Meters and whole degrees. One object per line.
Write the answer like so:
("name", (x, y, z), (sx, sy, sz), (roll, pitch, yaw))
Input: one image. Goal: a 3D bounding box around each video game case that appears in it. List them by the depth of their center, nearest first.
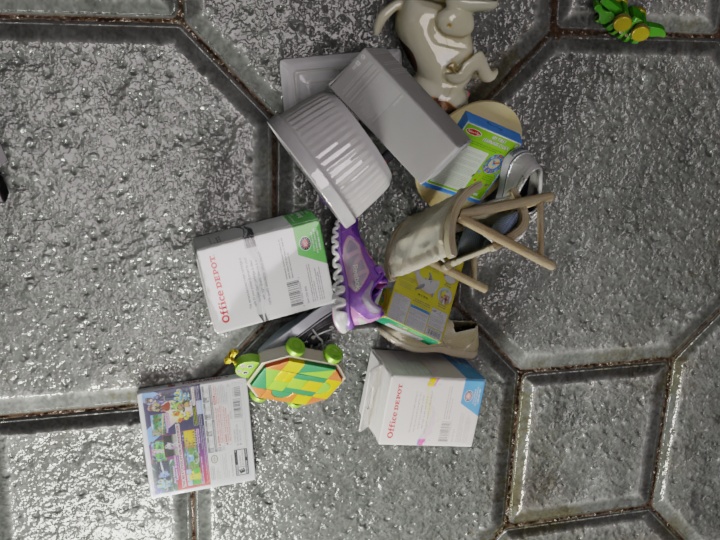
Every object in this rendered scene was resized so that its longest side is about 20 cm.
("video game case", (-0.275, 0.280, 1.486), (0.181, 0.023, 0.201), (-7, 110, -15))

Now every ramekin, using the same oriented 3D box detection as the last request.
("ramekin", (-0.040, -0.174, 1.316), (0.105, 0.200, 0.200), (-37, 113, 0))

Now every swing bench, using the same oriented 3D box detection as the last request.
("swing bench", (0.167, -0.053, 1.373), (0.199, 0.199, 0.130), (7, 76, -26))

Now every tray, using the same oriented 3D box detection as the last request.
("tray", (-0.025, -0.287, 1.383), (0.199, 0.022, 0.108), (-9, 108, -14))

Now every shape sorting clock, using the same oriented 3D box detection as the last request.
("shape sorting clock", (0.173, -0.183, 1.407), (0.199, 0.039, 0.200), (-18, 138, -17))

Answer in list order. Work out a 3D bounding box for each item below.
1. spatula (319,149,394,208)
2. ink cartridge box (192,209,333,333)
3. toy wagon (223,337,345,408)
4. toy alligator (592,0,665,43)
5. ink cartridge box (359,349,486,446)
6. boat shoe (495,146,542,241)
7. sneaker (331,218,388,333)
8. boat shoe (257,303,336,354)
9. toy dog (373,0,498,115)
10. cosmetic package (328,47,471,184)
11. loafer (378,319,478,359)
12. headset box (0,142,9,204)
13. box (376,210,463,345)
("spatula", (0.021, -0.166, 1.418), (0.200, 0.021, 0.057), (-38, 114, 19))
("ink cartridge box", (-0.156, -0.001, 1.399), (0.199, 0.084, 0.147), (-14, 110, -12))
("toy wagon", (-0.127, 0.169, 1.436), (0.199, 0.040, 0.155), (13, 135, -28))
("toy alligator", (0.419, -0.423, 1.459), (0.199, 0.059, 0.054), (20, 141, -21))
("ink cartridge box", (0.093, 0.218, 1.519), (0.199, 0.125, 0.129), (6, 105, -18))
("boat shoe", (0.266, -0.110, 1.463), (0.073, 0.065, 0.200), (-26, 141, -14))
("sneaker", (0.000, 0.000, 1.407), (0.088, 0.081, 0.201), (-6, 72, 10))
("boat shoe", (-0.075, 0.100, 1.462), (0.199, 0.074, 0.068), (-34, 99, -14))
("toy dog", (0.120, -0.320, 1.354), (0.193, 0.140, 0.201), (-8, 113, -20))
("cosmetic package", (0.062, -0.229, 1.287), (0.090, 0.107, 0.200), (-41, 86, 23))
("loafer", (0.123, 0.104, 1.525), (0.199, 0.076, 0.069), (11, 102, -29))
("headset box", (-0.601, -0.143, 1.226), (0.199, 0.077, 0.149), (-21, 112, -10))
("box", (0.105, 0.010, 1.468), (0.117, 0.048, 0.201), (26, 71, -21))
